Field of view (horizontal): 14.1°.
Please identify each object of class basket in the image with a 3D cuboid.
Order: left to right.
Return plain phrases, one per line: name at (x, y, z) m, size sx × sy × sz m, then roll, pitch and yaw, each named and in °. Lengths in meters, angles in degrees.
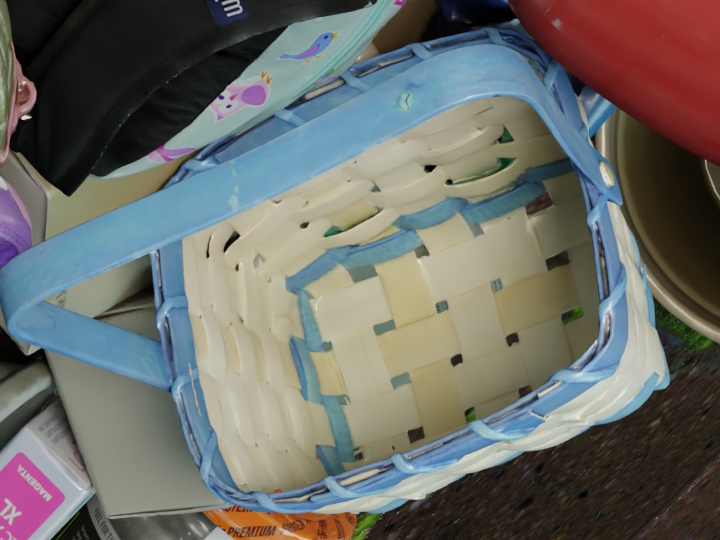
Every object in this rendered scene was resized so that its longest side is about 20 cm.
basket at (0.000, 0.000, 0.927) m, size 0.176 × 0.140 × 0.200 m, roll -22°, pitch 161°, yaw 16°

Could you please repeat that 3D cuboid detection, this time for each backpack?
backpack at (-0.042, -0.113, 0.837) m, size 0.126 × 0.167 × 0.200 m, roll -18°, pitch 157°, yaw -47°

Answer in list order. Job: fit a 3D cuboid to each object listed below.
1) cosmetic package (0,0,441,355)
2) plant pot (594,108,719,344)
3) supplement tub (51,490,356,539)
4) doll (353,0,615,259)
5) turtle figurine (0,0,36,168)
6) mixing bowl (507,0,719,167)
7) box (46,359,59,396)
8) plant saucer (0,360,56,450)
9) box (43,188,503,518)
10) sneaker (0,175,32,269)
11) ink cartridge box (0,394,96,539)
cosmetic package at (-0.054, -0.064, 1.024) m, size 0.200 × 0.071 × 0.105 m, roll -32°, pitch 157°, yaw -27°
plant pot at (0.216, -0.059, 1.393) m, size 0.200 × 0.200 × 0.174 m, roll -44°, pitch 175°, yaw 7°
supplement tub at (-0.098, 0.156, 1.315) m, size 0.200 × 0.123 × 0.122 m, roll -50°, pitch 158°, yaw 21°
doll at (0.051, -0.078, 1.011) m, size 0.136 × 0.048 × 0.200 m, roll -9°, pitch 133°, yaw -34°
turtle figurine at (-0.139, -0.044, 0.793) m, size 0.100 × 0.150 × 0.200 m, roll -15°, pitch 164°, yaw -15°
mixing bowl at (0.100, -0.126, 0.857) m, size 0.108 × 0.201 × 0.200 m, roll 10°, pitch 143°, yaw -8°
box at (-0.044, -0.033, 1.175) m, size 0.200 × 0.021 × 0.164 m, roll -35°, pitch 159°, yaw -17°
plant saucer at (-0.197, 0.093, 1.069) m, size 0.200 × 0.050 × 0.200 m, roll -46°, pitch 179°, yaw -1°
box at (-0.024, 0.018, 1.106) m, size 0.068 × 0.082 × 0.200 m, roll -10°, pitch -167°, yaw 41°
sneaker at (-0.189, 0.034, 0.910) m, size 0.200 × 0.089 × 0.081 m, roll -24°, pitch 154°, yaw -15°
ink cartridge box at (-0.166, 0.126, 1.137) m, size 0.200 × 0.042 × 0.119 m, roll -49°, pitch 179°, yaw 15°
